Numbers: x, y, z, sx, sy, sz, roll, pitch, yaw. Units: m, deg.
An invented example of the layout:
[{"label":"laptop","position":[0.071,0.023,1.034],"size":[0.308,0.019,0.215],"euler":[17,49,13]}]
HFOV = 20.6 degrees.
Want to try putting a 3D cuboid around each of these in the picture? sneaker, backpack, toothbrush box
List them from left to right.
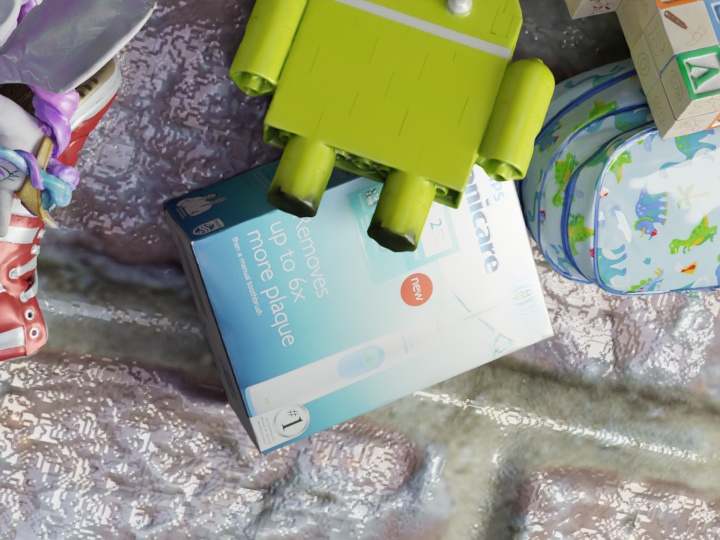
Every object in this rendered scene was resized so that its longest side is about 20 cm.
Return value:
[{"label":"sneaker","position":[-0.195,-0.028,1.137],"size":[0.200,0.071,0.113],"euler":[-45,128,-11]},{"label":"toothbrush box","position":[0.000,0.000,1.201],"size":[0.199,0.085,0.148],"euler":[-21,113,-11]},{"label":"backpack","position":[0.192,-0.061,1.222],"size":[0.198,0.154,0.164],"euler":[1,124,-4]}]

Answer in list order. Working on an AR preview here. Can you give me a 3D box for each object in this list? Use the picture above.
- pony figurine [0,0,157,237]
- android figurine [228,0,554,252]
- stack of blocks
[{"label":"pony figurine","position":[-0.197,-0.132,1.020],"size":[0.199,0.167,0.194],"euler":[33,101,-25]},{"label":"android figurine","position":[0.021,-0.116,1.140],"size":[0.181,0.041,0.201],"euler":[20,73,4]},{"label":"stack of blocks","position":[0.177,-0.183,1.150],"size":[0.114,0.059,0.202],"euler":[-14,75,-14]}]
